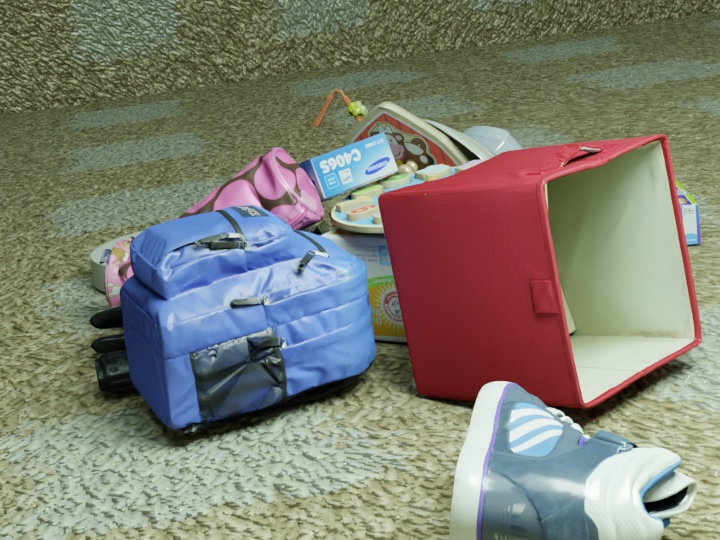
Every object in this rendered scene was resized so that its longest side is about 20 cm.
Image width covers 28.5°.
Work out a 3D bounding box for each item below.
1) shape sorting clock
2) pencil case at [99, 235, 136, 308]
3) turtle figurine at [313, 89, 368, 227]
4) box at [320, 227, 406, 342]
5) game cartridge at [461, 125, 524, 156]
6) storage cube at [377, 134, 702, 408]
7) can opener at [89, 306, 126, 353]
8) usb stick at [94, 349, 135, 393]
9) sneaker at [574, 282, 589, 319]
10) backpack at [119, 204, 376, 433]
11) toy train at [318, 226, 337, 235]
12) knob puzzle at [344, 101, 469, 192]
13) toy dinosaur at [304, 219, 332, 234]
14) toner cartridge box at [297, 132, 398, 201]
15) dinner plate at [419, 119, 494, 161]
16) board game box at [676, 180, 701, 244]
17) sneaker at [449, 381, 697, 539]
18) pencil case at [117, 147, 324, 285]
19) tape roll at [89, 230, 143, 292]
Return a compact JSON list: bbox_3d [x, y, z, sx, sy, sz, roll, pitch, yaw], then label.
[{"bbox_3d":[0.069,-0.072,1.343,0.198,0.040,0.200,-7,14,2],"label":"shape sorting clock"},{"bbox_3d":[-0.166,0.004,1.474,0.197,0.087,0.083,-3,21,4],"label":"pencil case"},{"bbox_3d":[0.026,-0.103,1.616,0.160,0.202,0.064,24,37,37],"label":"turtle figurine"},{"bbox_3d":[0.062,-0.010,1.391,0.112,0.103,0.199,3,18,34],"label":"box"},{"bbox_3d":[0.158,-0.102,1.581,0.041,0.133,0.200,-50,10,-8],"label":"game cartridge"},{"bbox_3d":[0.145,0.000,1.152,0.170,0.202,0.179,-21,14,-41],"label":"storage cube"},{"bbox_3d":[-0.167,0.050,1.391,0.198,0.079,0.064,-12,54,-7],"label":"can opener"},{"bbox_3d":[-0.143,0.078,1.301,0.198,0.033,0.055,-10,22,-12],"label":"usb stick"},{"bbox_3d":[0.191,0.002,1.335,0.110,0.078,0.200,-4,19,-27],"label":"sneaker"},{"bbox_3d":[-0.088,0.032,1.192,0.198,0.170,0.162,-11,22,-21],"label":"backpack"},{"bbox_3d":[-0.057,-0.018,1.537,0.198,0.034,0.046,-22,-12,-2],"label":"toy train"},{"bbox_3d":[0.051,-0.087,1.522,0.218,0.221,0.030,7,40,41],"label":"knob puzzle"},{"bbox_3d":[-0.093,-0.027,1.594,0.077,0.103,0.200,43,48,10],"label":"toy dinosaur"},{"bbox_3d":[-0.054,-0.087,1.456,0.094,0.044,0.199,-24,4,-31],"label":"toner cartridge box"},{"bbox_3d":[0.133,-0.096,1.533,0.024,0.200,0.200,-45,25,-9],"label":"dinner plate"},{"bbox_3d":[0.299,-0.069,1.608,0.133,0.045,0.200,-6,15,3],"label":"board game box"},{"bbox_3d":[0.140,0.132,0.907,0.145,0.082,0.200,5,14,12],"label":"sneaker"},{"bbox_3d":[-0.126,-0.024,1.323,0.200,0.091,0.094,-40,27,5],"label":"pencil case"},{"bbox_3d":[-0.217,-0.016,1.667,0.200,0.037,0.203,-7,16,2],"label":"tape roll"}]
